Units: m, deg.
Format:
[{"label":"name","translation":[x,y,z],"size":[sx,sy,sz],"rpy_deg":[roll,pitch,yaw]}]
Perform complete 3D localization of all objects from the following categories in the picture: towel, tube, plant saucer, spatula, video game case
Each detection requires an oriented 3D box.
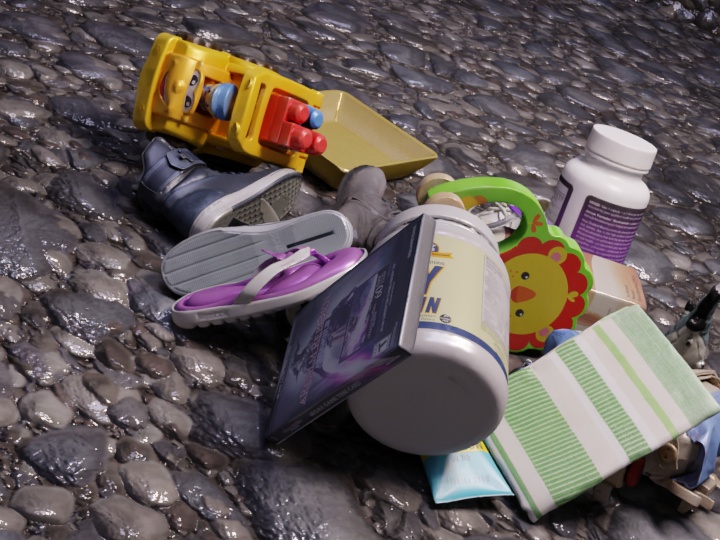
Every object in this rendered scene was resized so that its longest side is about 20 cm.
[{"label":"towel","translation":[0.210,0.129,1.214],"size":[0.198,0.023,0.153],"rpy_deg":[-30,47,0]},{"label":"tube","translation":[0.074,0.144,1.229],"size":[0.076,0.051,0.201],"rpy_deg":[-6,39,-16]},{"label":"plant saucer","translation":[-0.029,-0.170,1.734],"size":[0.199,0.049,0.199],"rpy_deg":[37,32,30]},{"label":"spatula","translation":[0.144,-0.053,1.462],"size":[0.198,0.021,0.057],"rpy_deg":[-3,33,-29]},{"label":"video game case","translation":[-0.010,0.053,1.125],"size":[0.019,0.199,0.144],"rpy_deg":[32,47,-22]}]

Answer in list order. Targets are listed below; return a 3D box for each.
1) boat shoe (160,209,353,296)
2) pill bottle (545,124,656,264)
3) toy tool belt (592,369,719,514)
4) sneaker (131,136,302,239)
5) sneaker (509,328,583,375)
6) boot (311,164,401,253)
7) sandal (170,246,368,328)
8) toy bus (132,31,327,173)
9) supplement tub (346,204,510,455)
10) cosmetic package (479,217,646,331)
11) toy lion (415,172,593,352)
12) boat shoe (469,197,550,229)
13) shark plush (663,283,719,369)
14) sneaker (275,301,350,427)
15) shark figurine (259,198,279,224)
[{"label":"boat shoe","translation":[-0.102,-0.010,1.332],"size":[0.197,0.075,0.067],"rpy_deg":[-10,-7,1]},{"label":"pill bottle","translation":[0.282,-0.068,1.575],"size":[0.110,0.202,0.112],"rpy_deg":[17,20,-7]},{"label":"toy tool belt","translation":[0.313,0.170,1.253],"size":[0.122,0.126,0.199],"rpy_deg":[22,26,24]},{"label":"sneaker","translation":[-0.166,-0.102,1.479],"size":[0.145,0.078,0.202],"rpy_deg":[34,31,20]},{"label":"sneaker","translation":[0.191,0.111,1.327],"size":[0.088,0.079,0.200],"rpy_deg":[23,27,0]},{"label":"boot","translation":[0.031,-0.060,1.508],"size":[0.130,0.071,0.200],"rpy_deg":[5,30,19]},{"label":"sandal","translation":[-0.091,0.007,1.249],"size":[0.200,0.050,0.083],"rpy_deg":[-18,21,3]},{"label":"toy bus","translation":[-0.134,-0.183,1.508],"size":[0.191,0.138,0.199],"rpy_deg":[20,3,43]},{"label":"supplement tub","translation":[0.065,0.050,1.191],"size":[0.143,0.146,0.201],"rpy_deg":[16,42,-7]},{"label":"cosmetic package","translation":[0.216,0.024,1.495],"size":[0.197,0.088,0.104],"rpy_deg":[17,28,-7]},{"label":"toy lion","translation":[0.156,-0.004,1.398],"size":[0.189,0.203,0.069],"rpy_deg":[-4,27,-4]},{"label":"boat shoe","translation":[0.181,-0.066,1.640],"size":[0.200,0.087,0.074],"rpy_deg":[-8,38,-44]},{"label":"shark plush","translation":[0.340,0.068,1.409],"size":[0.090,0.201,0.084],"rpy_deg":[15,57,14]},{"label":"sneaker","translation":[-0.020,0.080,1.259],"size":[0.088,0.077,0.201],"rpy_deg":[25,27,-26]},{"label":"shark figurine","translation":[-0.007,-0.010,1.402],"size":[0.213,0.090,0.128],"rpy_deg":[32,20,25]}]
